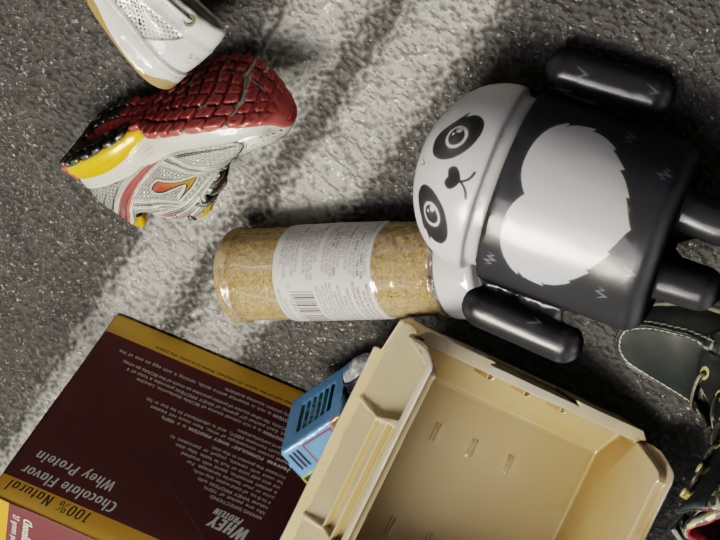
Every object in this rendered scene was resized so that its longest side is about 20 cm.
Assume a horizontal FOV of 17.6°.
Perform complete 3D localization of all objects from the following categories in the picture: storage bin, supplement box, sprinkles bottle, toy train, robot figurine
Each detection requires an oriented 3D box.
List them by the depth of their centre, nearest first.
[{"bbox_3d":[0.130,-0.038,1.410,0.200,0.150,0.125,21,147,11],"label":"robot figurine"},{"bbox_3d":[0.074,0.162,1.529,0.200,0.199,0.094,25,-177,-24],"label":"storage bin"},{"bbox_3d":[0.000,0.000,1.555,0.200,0.068,0.068,-2,127,30],"label":"sprinkles bottle"},{"bbox_3d":[0.040,0.144,1.632,0.114,0.087,0.200,-33,112,25],"label":"toy train"},{"bbox_3d":[-0.141,0.173,1.687,0.197,0.200,0.133,22,135,10],"label":"supplement box"}]

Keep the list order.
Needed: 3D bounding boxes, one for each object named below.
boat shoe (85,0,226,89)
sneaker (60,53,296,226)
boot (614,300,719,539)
[{"bbox_3d":[-0.158,-0.212,1.465,0.069,0.071,0.200,-36,99,16],"label":"boat shoe"},{"bbox_3d":[-0.108,-0.082,1.535,0.200,0.078,0.082,-15,125,48],"label":"sneaker"},{"bbox_3d":[0.223,0.101,1.449,0.203,0.154,0.074,22,139,27],"label":"boot"}]
